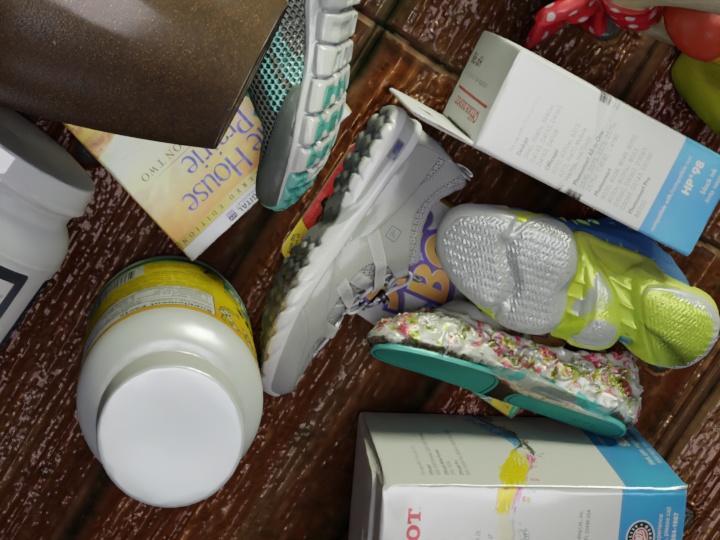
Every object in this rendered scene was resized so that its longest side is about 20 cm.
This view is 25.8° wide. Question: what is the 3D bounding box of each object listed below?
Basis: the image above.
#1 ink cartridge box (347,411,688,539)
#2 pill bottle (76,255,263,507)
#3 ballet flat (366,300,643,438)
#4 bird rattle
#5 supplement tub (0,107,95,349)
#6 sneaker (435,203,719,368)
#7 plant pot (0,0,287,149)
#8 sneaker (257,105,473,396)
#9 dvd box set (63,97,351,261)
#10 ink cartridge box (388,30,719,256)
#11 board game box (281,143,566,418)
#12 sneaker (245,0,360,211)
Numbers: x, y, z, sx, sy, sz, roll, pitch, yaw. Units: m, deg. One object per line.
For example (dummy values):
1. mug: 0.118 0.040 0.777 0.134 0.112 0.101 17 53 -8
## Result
1. ink cartridge box: 0.095 0.186 1.046 0.197 0.145 0.149 3 103 -8
2. pill bottle: -0.116 0.067 0.961 0.111 0.200 0.114 -2 104 -7
3. ballet flat: 0.098 0.054 1.038 0.198 0.076 0.065 20 71 -17
4. bird rattle: 0.204 -0.168 0.974 0.198 0.163 0.114 27 81 -22
5. supplement tub: -0.267 -0.004 0.955 0.140 0.140 0.201 35 97 -14
6. sneaker: 0.137 0.000 1.030 0.198 0.105 0.076 25 111 -11
7. plant pot: -0.148 -0.155 0.880 0.198 0.187 0.188 28 99 -5
8. sneaker: 0.000 0.000 0.999 0.081 0.075 0.201 29 100 -13
9. dvd box set: -0.123 -0.127 1.000 0.146 0.029 0.200 -41 105 4
10. ink cartridge box: 0.125 -0.092 0.997 0.198 0.116 0.067 26 100 -13
11. board game box: 0.051 0.007 1.059 0.199 0.030 0.096 34 98 -11
12. sneaker: -0.052 -0.140 0.964 0.090 0.078 0.203 12 102 12
